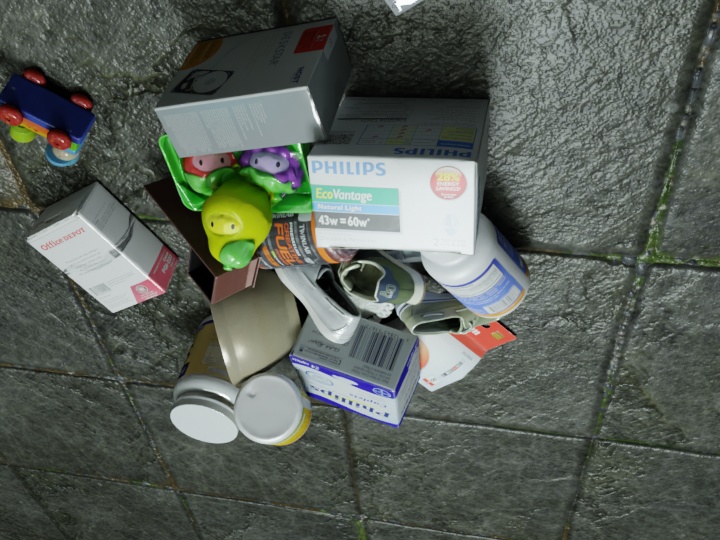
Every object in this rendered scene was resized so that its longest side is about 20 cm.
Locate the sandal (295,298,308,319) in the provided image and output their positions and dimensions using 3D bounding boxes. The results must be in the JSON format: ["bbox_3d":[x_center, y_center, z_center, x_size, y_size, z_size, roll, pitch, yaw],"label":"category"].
[{"bbox_3d":[-0.072,0.068,1.321,0.075,0.048,0.201,-1,137,17],"label":"sandal"}]

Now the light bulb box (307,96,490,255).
[{"bbox_3d":[0.055,-0.123,0.947,0.197,0.200,0.125,4,123,12],"label":"light bulb box"}]

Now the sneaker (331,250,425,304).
[{"bbox_3d":[0.000,0.000,1.135,0.089,0.068,0.200,1,-164,-40],"label":"sneaker"}]

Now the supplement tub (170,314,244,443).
[{"bbox_3d":[-0.254,0.195,1.394,0.144,0.201,0.146,8,138,7],"label":"supplement tub"}]

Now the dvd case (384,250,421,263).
[{"bbox_3d":[0.070,-0.087,1.133,0.145,0.022,0.201,-4,134,20],"label":"dvd case"}]

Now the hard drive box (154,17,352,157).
[{"bbox_3d":[-0.126,-0.223,0.939,0.199,0.156,0.077,-4,134,18],"label":"hard drive box"}]

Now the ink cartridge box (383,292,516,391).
[{"bbox_3d":[0.143,0.127,1.325,0.162,0.050,0.200,38,137,-24],"label":"ink cartridge box"}]

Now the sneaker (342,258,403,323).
[{"bbox_3d":[0.012,0.041,1.236,0.081,0.075,0.200,21,144,-9],"label":"sneaker"}]

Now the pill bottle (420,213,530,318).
[{"bbox_3d":[0.153,-0.018,1.080,0.112,0.113,0.200,-15,147,29],"label":"pill bottle"}]

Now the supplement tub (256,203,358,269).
[{"bbox_3d":[-0.070,-0.061,1.121,0.199,0.107,0.107,-5,135,31],"label":"supplement tub"}]

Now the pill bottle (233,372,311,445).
[{"bbox_3d":[-0.142,0.238,1.300,0.112,0.114,0.200,10,167,5],"label":"pill bottle"}]

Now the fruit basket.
[{"bbox_3d":[-0.166,-0.114,1.036,0.214,0.216,0.156,2,137,13],"label":"fruit basket"}]

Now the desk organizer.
[{"bbox_3d":[-0.240,-0.052,1.135,0.200,0.077,0.072,48,143,21],"label":"desk organizer"}]

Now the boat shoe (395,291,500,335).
[{"bbox_3d":[0.148,0.073,1.202,0.199,0.062,0.072,-1,140,-24],"label":"boat shoe"}]

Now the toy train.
[{"bbox_3d":[-0.489,-0.228,1.100,0.199,0.085,0.116,27,150,-13],"label":"toy train"}]

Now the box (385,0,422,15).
[{"bbox_3d":[0.075,-0.381,0.796,0.199,0.041,0.156,-23,126,33],"label":"box"}]

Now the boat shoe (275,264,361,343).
[{"bbox_3d":[-0.067,0.019,1.188,0.072,0.200,0.069,2,134,-45],"label":"boat shoe"}]

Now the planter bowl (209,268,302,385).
[{"bbox_3d":[-0.171,0.075,1.271,0.134,0.201,0.201,-15,137,-9],"label":"planter bowl"}]

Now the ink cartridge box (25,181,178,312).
[{"bbox_3d":[-0.429,-0.035,1.281,0.145,0.085,0.200,-18,131,31],"label":"ink cartridge box"}]

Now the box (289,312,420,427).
[{"bbox_3d":[-0.003,0.162,1.279,0.183,0.105,0.200,18,156,15],"label":"box"}]
